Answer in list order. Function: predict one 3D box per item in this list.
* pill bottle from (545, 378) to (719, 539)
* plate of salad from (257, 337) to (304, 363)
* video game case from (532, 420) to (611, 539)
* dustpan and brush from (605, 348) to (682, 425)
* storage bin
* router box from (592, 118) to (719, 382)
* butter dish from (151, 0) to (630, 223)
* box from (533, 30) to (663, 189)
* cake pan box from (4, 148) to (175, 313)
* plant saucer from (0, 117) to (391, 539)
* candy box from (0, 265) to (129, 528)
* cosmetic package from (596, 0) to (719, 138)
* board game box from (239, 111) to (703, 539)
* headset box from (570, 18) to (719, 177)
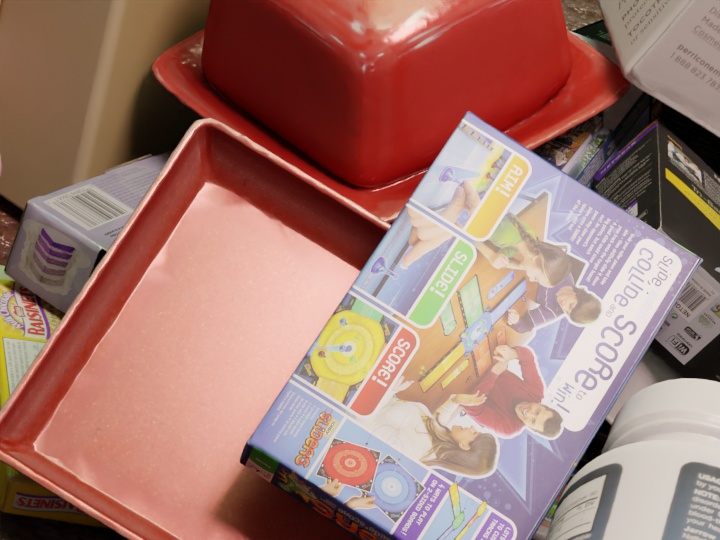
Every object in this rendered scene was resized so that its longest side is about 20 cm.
[{"bbox_3d":[0.137,0.146,1.295,0.119,0.120,0.200,17,43,6],"label":"pill bottle"},{"bbox_3d":[0.000,0.000,1.488,0.200,0.048,0.200,18,26,-9],"label":"plate of salad"},{"bbox_3d":[0.150,0.110,1.509,0.182,0.024,0.200,22,30,16],"label":"video game case"},{"bbox_3d":[0.135,0.063,1.471,0.200,0.057,0.140,49,10,29],"label":"dustpan and brush"},{"bbox_3d":[-0.112,-0.137,1.645,0.094,0.200,0.198,33,34,29],"label":"storage bin"},{"bbox_3d":[0.205,0.028,1.501,0.200,0.052,0.157,42,20,-12],"label":"router box"},{"bbox_3d":[0.014,-0.145,1.522,0.200,0.148,0.199,-29,46,-29],"label":"butter dish"},{"bbox_3d":[0.049,-0.092,1.612,0.200,0.038,0.137,24,55,24],"label":"box"},{"bbox_3d":[-0.062,0.007,1.534,0.184,0.052,0.200,30,26,19],"label":"cake pan box"},{"bbox_3d":[-0.044,0.058,1.375,0.199,0.037,0.200,31,69,2],"label":"plant saucer"},{"bbox_3d":[-0.135,0.063,1.457,0.102,0.026,0.200,8,29,-15],"label":"candy box"},{"bbox_3d":[0.241,-0.167,1.599,0.167,0.166,0.200,32,22,-21],"label":"cosmetic package"},{"bbox_3d":[0.053,0.042,1.359,0.135,0.034,0.200,33,69,4],"label":"board game box"},{"bbox_3d":[0.179,-0.068,1.716,0.174,0.093,0.200,28,30,26],"label":"headset box"}]
